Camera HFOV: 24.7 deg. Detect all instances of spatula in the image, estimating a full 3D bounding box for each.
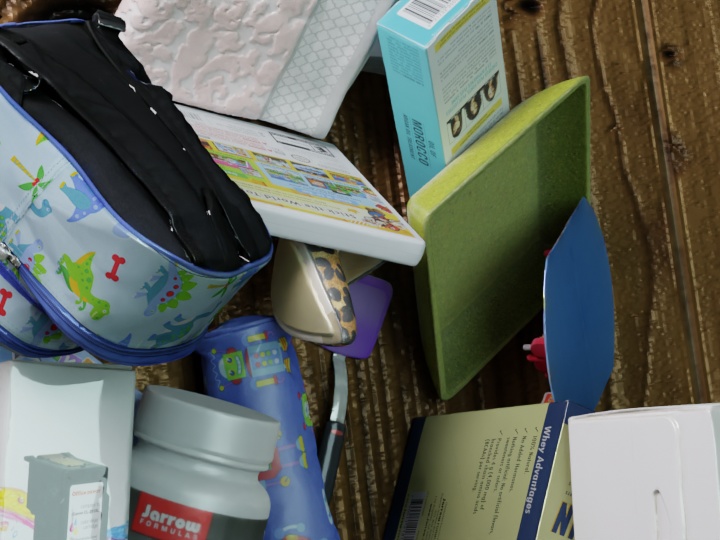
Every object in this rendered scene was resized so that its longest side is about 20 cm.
[{"bbox_3d":[-0.018,0.100,1.246,0.056,0.020,0.202,19,74,-29],"label":"spatula"}]

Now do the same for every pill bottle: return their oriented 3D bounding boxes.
[{"bbox_3d":[-0.124,0.185,1.090,0.113,0.114,0.202,16,89,-28],"label":"pill bottle"}]

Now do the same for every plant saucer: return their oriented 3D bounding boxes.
[{"bbox_3d":[0.103,-0.031,1.280,0.199,0.048,0.201,-41,142,-30],"label":"plant saucer"}]

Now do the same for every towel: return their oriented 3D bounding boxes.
[{"bbox_3d":[-0.069,-0.192,1.170,0.189,0.201,0.032,13,37,-26],"label":"towel"}]

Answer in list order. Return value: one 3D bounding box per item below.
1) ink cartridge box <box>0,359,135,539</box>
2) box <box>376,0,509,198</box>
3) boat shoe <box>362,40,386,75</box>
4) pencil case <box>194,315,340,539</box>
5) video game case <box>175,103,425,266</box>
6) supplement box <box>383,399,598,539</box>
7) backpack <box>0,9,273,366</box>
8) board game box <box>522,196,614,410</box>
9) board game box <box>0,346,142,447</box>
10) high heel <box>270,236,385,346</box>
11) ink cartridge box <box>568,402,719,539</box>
[{"bbox_3d":[-0.204,0.161,1.009,0.082,0.145,0.202,6,79,-27],"label":"ink cartridge box"},{"bbox_3d":[0.068,-0.129,1.247,0.082,0.049,0.201,-45,147,-24],"label":"box"},{"bbox_3d":[0.014,-0.192,1.280,0.198,0.073,0.068,-1,83,-31],"label":"boat shoe"},{"bbox_3d":[-0.065,0.132,1.180,0.077,0.087,0.202,-13,88,9],"label":"pencil case"},{"bbox_3d":[-0.074,-0.067,1.158,0.198,0.182,0.023,12,110,-29],"label":"video game case"},{"bbox_3d":[0.120,0.216,1.207,0.133,0.199,0.202,24,71,-26],"label":"supplement box"},{"bbox_3d":[-0.160,-0.035,0.956,0.200,0.147,0.183,45,21,10],"label":"backpack"},{"bbox_3d":[0.157,0.039,1.301,0.200,0.039,0.160,-52,134,-57],"label":"board game box"},{"bbox_3d":[-0.241,0.136,1.097,0.151,0.036,0.201,39,64,-20],"label":"board game box"},{"bbox_3d":[0.000,0.000,1.183,0.141,0.200,0.072,5,116,-27],"label":"high heel"},{"bbox_3d":[0.259,0.162,1.098,0.198,0.144,0.149,1,82,-33],"label":"ink cartridge box"}]
